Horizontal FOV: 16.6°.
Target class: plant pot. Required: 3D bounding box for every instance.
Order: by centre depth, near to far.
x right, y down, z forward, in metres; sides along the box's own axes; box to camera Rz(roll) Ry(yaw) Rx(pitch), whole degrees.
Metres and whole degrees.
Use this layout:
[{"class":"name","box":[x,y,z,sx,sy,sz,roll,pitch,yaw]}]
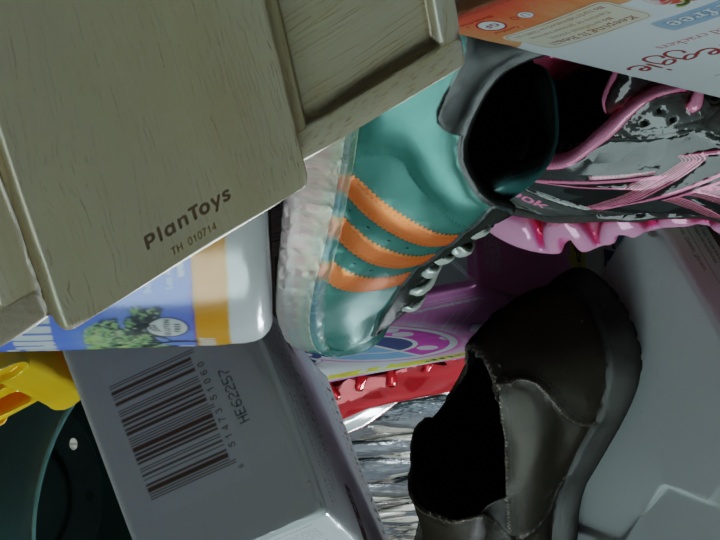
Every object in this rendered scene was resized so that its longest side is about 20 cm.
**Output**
[{"class":"plant pot","box":[-0.140,0.128,1.320,0.200,0.203,0.160,9,175,-43]}]

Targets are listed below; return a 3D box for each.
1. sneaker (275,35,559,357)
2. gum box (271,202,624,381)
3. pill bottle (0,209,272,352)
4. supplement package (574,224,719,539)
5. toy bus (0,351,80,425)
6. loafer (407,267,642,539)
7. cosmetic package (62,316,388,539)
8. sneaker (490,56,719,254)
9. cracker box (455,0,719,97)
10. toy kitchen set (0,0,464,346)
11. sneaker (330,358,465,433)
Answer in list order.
[{"class":"sneaker","box":[0.018,-0.028,0.770,0.079,0.072,0.200,10,150,2]},{"class":"gum box","box":[0.000,0.000,1.017,0.199,0.067,0.113,-12,164,37]},{"class":"pill bottle","box":[-0.127,-0.030,0.751,0.198,0.113,0.112,-2,168,-1]},{"class":"supplement package","box":[0.151,0.081,0.954,0.110,0.156,0.200,-12,150,-28]},{"class":"toy bus","box":[-0.154,0.011,0.951,0.191,0.137,0.200,-20,168,4]},{"class":"loafer","box":[0.045,0.080,0.957,0.071,0.073,0.201,-11,135,-27]},{"class":"cosmetic package","box":[-0.043,0.076,0.944,0.074,0.102,0.200,-23,165,4]},{"class":"sneaker","box":[0.116,-0.054,0.807,0.198,0.080,0.095,-8,155,19]},{"class":"cracker box","box":[0.133,-0.088,0.659,0.199,0.058,0.133,8,165,-40]},{"class":"toy kitchen set","box":[-0.112,-0.100,0.579,0.199,0.180,0.164,-31,135,-20]},{"class":"sneaker","box":[0.019,0.024,1.167,0.198,0.079,0.116,-12,162,-16]}]
